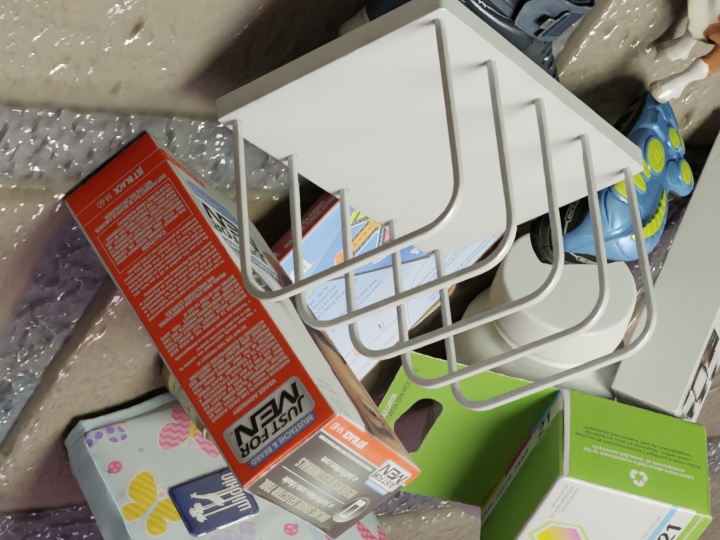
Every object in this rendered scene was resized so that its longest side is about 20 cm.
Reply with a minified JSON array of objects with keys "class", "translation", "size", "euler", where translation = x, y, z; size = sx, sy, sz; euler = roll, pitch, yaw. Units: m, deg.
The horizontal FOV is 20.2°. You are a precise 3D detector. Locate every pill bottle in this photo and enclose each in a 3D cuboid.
[{"class":"pill bottle","translation":[0.114,0.070,1.345],"size":[0.114,0.114,0.200],"euler":[-18,146,-27]}]

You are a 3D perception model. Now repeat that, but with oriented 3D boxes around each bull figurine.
[{"class":"bull figurine","translation":[0.241,-0.147,1.198],"size":[0.200,0.065,0.121],"euler":[13,142,-35]}]

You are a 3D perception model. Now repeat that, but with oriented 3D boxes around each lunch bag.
[{"class":"lunch bag","translation":[-0.075,0.167,1.240],"size":[0.127,0.170,0.200],"euler":[-45,147,23]}]

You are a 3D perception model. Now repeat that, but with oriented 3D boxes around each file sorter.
[{"class":"file sorter","translation":[0.045,-0.023,1.030],"size":[0.139,0.125,0.200],"euler":[-23,147,29]}]

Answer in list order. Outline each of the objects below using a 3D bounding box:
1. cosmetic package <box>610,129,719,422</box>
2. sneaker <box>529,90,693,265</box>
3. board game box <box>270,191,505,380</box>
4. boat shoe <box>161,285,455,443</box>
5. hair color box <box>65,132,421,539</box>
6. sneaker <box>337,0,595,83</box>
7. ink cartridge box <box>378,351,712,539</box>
[{"class":"cosmetic package","translation":[0.228,0.006,1.327],"size":[0.200,0.051,0.083],"euler":[-65,163,-12]},{"class":"sneaker","translation":[0.148,-0.055,1.207],"size":[0.083,0.071,0.200],"euler":[-13,-163,25]},{"class":"board game box","translation":[0.000,0.000,1.160],"size":[0.200,0.019,0.103],"euler":[-45,128,-2]},{"class":"boat shoe","translation":[-0.020,0.043,1.226],"size":[0.200,0.063,0.073],"euler":[-27,148,-15]},{"class":"hair color box","translation":[-0.061,0.033,1.037],"size":[0.064,0.200,0.111],"euler":[-38,150,7]},{"class":"sneaker","translation":[0.101,-0.132,1.085],"size":[0.146,0.077,0.202],"euler":[-43,148,19]},{"class":"ink cartridge box","translation":[0.101,0.143,1.285],"size":[0.200,0.076,0.148],"euler":[14,137,-11]}]
